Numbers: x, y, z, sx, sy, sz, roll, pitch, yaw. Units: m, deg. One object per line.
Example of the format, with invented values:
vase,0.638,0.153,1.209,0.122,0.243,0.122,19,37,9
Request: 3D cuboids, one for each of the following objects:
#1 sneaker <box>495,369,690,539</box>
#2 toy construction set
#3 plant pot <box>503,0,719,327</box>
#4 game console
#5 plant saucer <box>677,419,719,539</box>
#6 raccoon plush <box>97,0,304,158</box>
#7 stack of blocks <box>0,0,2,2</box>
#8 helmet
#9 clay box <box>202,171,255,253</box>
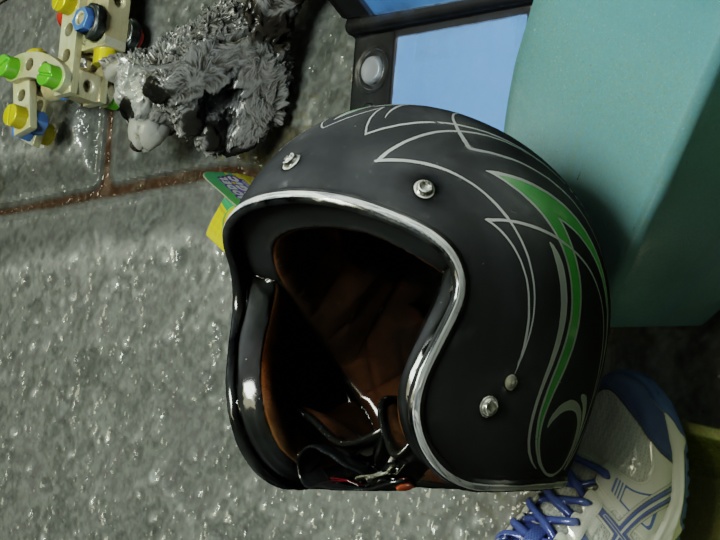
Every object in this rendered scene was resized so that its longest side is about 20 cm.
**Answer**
sneaker,0.108,0.147,1.049,0.075,0.088,0.200,15,91,49
toy construction set,-0.228,-0.201,1.552,0.131,0.092,0.200,-10,85,45
plant pot,0.165,-0.076,1.078,0.141,0.141,0.200,44,123,42
game console,0.034,-0.148,1.239,0.200,0.116,0.176,-3,79,46
plant saucer,0.202,0.186,1.040,0.200,0.048,0.200,11,90,47
raccoon plush,-0.094,-0.161,1.428,0.200,0.097,0.134,-44,32,-6
stack of blocks,-0.385,-0.259,1.743,0.200,0.059,0.115,-22,66,42
helmet,0.029,0.014,1.006,0.200,0.200,0.191,-6,82,46
clay box,0.000,0.000,1.181,0.115,0.200,0.048,41,111,44
